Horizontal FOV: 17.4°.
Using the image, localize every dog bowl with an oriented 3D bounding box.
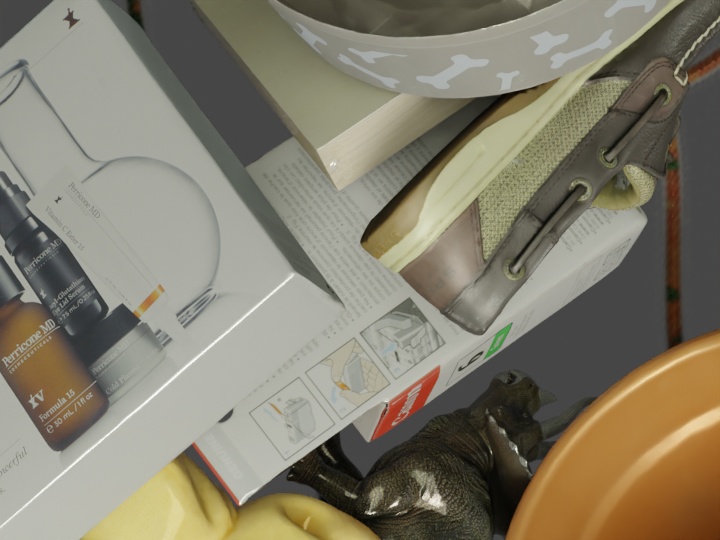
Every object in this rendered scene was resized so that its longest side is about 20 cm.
[{"bbox_3d":[0.042,-0.150,0.864,0.199,0.059,0.201,-9,57,13],"label":"dog bowl"}]

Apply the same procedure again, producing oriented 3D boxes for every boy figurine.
[{"bbox_3d":[-0.033,0.136,0.860,0.200,0.064,0.124,39,50,-2],"label":"boy figurine"}]

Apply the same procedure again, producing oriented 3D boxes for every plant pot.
[{"bbox_3d":[0.168,0.137,0.885,0.200,0.200,0.140,-45,134,-4],"label":"plant pot"}]

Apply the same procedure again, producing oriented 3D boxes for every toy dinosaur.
[{"bbox_3d":[0.012,0.121,0.932,0.102,0.077,0.201,23,84,8],"label":"toy dinosaur"}]

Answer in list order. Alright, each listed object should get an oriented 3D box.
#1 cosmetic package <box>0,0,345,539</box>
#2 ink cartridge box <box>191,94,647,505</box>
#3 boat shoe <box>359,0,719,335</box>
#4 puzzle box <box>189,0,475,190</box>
[{"bbox_3d":[-0.127,0.017,0.844,0.200,0.052,0.151,-41,62,6],"label":"cosmetic package"},{"bbox_3d":[0.000,0.000,0.907,0.200,0.050,0.109,-35,77,-19],"label":"ink cartridge box"},{"bbox_3d":[0.084,-0.049,0.881,0.200,0.073,0.065,-40,94,-25],"label":"boat shoe"},{"bbox_3d":[0.041,-0.127,0.914,0.199,0.133,0.025,-34,135,-4],"label":"puzzle box"}]
